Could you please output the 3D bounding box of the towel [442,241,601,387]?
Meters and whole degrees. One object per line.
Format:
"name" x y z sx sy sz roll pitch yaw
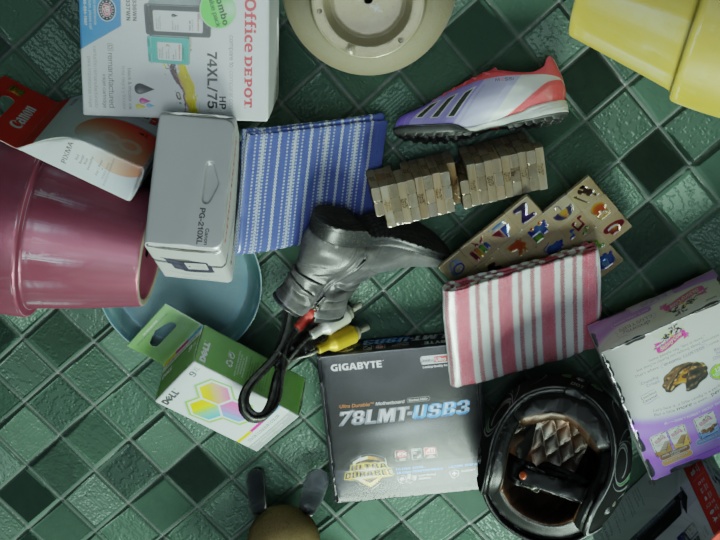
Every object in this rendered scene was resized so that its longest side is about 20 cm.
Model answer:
"towel" 0.189 0.052 1.587 0.198 0.030 0.148 -15 124 -12

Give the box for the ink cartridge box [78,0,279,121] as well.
"ink cartridge box" -0.189 -0.251 1.458 0.198 0.146 0.148 2 110 0

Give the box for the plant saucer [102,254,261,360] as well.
"plant saucer" -0.215 0.010 1.617 0.198 0.027 0.202 0 110 1

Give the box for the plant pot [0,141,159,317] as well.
"plant pot" -0.316 -0.039 1.504 0.177 0.200 0.202 11 110 2

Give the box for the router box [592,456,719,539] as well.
"router box" 0.371 0.318 1.628 0.049 0.200 0.180 37 106 -15

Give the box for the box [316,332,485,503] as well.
"box" 0.054 0.180 1.665 0.198 0.050 0.201 -5 111 2

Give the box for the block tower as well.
"block tower" 0.109 -0.104 1.542 0.198 0.058 0.054 -13 119 -1

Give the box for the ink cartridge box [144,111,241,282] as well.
"ink cartridge box" -0.176 -0.075 1.470 0.083 0.200 0.146 5 81 -2

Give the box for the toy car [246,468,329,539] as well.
"toy car" -0.092 0.350 1.702 0.162 0.158 0.202 -3 85 11

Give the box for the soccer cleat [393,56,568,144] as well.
"soccer cleat" 0.132 -0.189 1.528 0.198 0.068 0.074 -9 86 8

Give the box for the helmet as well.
"helmet" 0.229 0.224 1.604 0.198 0.191 0.202 -2 78 9

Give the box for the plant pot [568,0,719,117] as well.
"plant pot" 0.327 -0.283 1.427 0.187 0.201 0.203 18 110 12

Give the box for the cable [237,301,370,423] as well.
"cable" -0.078 0.087 1.582 0.097 0.200 0.050 52 145 -6

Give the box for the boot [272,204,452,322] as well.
"boot" 0.000 0.000 1.569 0.198 0.070 0.132 11 119 -30

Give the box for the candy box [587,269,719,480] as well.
"candy box" 0.384 0.125 1.611 0.166 0.072 0.201 -24 116 6

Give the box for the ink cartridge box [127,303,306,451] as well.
"ink cartridge box" -0.175 0.130 1.607 0.199 0.060 0.104 30 135 -19

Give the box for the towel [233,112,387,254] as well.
"towel" -0.055 -0.100 1.519 0.199 0.024 0.146 -12 118 -37

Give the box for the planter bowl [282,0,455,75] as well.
"planter bowl" 0.009 -0.299 1.445 0.198 0.135 0.202 0 110 0

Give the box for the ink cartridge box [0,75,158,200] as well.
"ink cartridge box" -0.315 -0.164 1.484 0.199 0.163 0.050 28 113 -8

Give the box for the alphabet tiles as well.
"alphabet tiles" 0.213 -0.019 1.581 0.200 0.008 0.167 -39 125 13
